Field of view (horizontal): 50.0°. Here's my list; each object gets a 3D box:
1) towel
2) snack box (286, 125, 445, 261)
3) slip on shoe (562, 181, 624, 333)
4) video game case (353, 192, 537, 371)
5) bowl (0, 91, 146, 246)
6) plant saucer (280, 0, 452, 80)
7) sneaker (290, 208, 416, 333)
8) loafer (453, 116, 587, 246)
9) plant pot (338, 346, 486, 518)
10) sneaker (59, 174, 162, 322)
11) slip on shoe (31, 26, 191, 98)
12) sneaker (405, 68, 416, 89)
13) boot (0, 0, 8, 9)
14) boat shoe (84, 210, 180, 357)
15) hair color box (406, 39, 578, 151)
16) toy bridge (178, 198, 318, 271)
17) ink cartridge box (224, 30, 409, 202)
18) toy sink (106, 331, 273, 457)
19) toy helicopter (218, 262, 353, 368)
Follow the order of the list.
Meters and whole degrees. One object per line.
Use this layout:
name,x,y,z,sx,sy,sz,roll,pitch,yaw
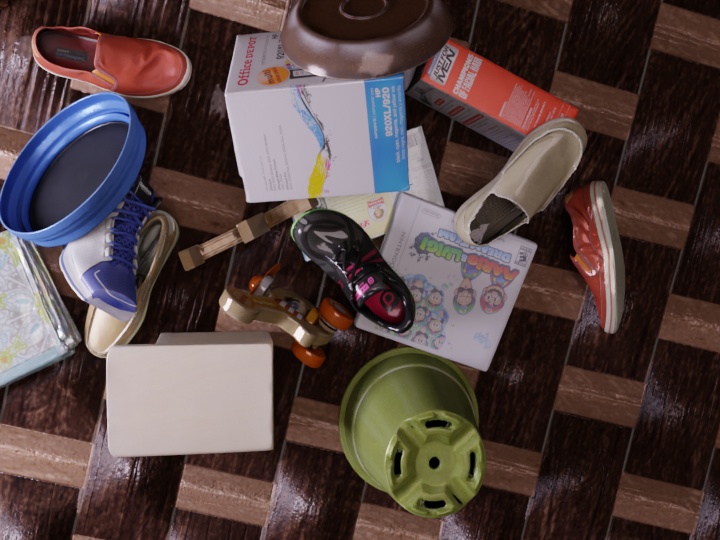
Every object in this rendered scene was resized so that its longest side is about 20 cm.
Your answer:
towel,-0.469,0.062,0.964,0.196,0.048,0.175,-25,93,-4
snack box,0.003,-0.100,1.006,0.195,0.037,0.119,-18,97,-4
slip on shoe,0.314,-0.016,1.031,0.060,0.074,0.205,-8,104,30
video game case,0.111,0.018,1.012,0.195,0.024,0.186,19,101,-12
bowl,-0.335,-0.117,0.906,0.200,0.201,0.039,-42,137,-1
plant saucer,0.005,-0.281,0.857,0.194,0.203,0.033,-12,136,-5
sneaker,0.000,0.000,0.939,0.199,0.084,0.077,41,96,-14
loafer,0.195,-0.095,0.927,0.075,0.069,0.200,37,113,-16
plant pot,0.076,0.213,0.960,0.194,0.190,0.206,-1,95,-6
sneaker,-0.287,-0.051,0.902,0.115,0.201,0.080,-39,139,11
slip on shoe,-0.307,-0.259,0.951,0.194,0.061,0.076,10,91,-8
sneaker,0.019,-0.331,0.977,0.111,0.075,0.206,2,89,-5
boot,-0.422,-0.392,0.926,0.196,0.075,0.109,-25,91,-3
boat shoe,-0.293,0.017,0.963,0.070,0.076,0.204,24,91,-7
hair color box,0.162,-0.215,0.979,0.196,0.111,0.065,25,91,-8
toy bridge,-0.134,-0.055,0.974,0.196,0.067,0.028,-25,95,17
ink cartridge box,-0.045,-0.186,0.901,0.194,0.149,0.147,-4,131,3
toy sink,-0.208,0.149,0.964,0.194,0.112,0.135,-1,94,-11
toy helicopter,-0.106,0.042,0.936,0.132,0.199,0.079,45,103,26
